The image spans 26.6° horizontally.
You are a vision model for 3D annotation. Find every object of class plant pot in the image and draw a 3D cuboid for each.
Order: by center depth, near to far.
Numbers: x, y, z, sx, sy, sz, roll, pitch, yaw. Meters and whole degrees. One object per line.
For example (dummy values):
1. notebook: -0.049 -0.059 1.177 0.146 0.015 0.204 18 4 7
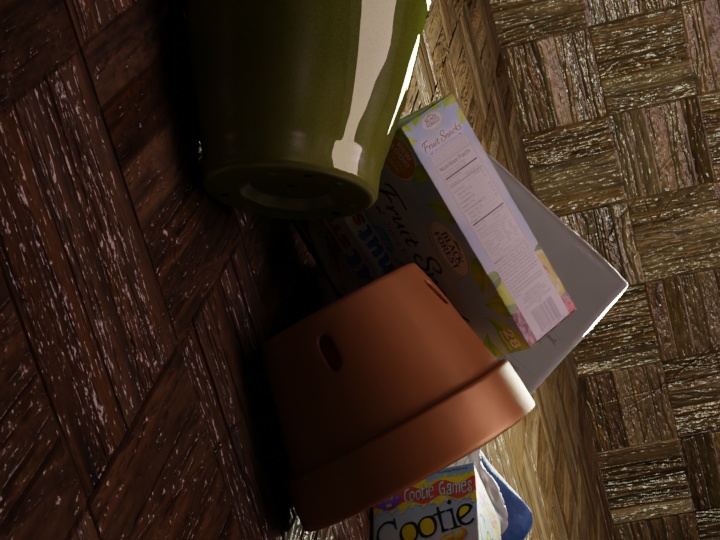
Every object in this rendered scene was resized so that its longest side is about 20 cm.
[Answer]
1. plant pot: -0.045 -0.146 1.114 0.200 0.197 0.196 46 47 -67
2. plant pot: 0.014 0.087 1.152 0.141 0.198 0.200 62 12 3

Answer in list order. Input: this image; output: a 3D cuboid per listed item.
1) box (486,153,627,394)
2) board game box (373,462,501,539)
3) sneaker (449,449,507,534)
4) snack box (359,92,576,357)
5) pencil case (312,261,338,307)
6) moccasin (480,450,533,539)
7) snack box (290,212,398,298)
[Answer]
1. box: 0.143 0.015 1.566 0.200 0.172 0.199 42 1 7
2. board game box: 0.072 0.292 1.375 0.104 0.103 0.202 65 18 -44
3. sneaker: 0.072 0.190 1.503 0.078 0.099 0.202 -3 -68 66
4. snack box: 0.061 -0.023 1.245 0.067 0.168 0.201 -36 99 -32
5. pencil case: 0.009 0.079 1.336 0.090 0.082 0.203 18 60 -59
6. moccasin: 0.096 0.216 1.593 0.201 0.080 0.068 53 -20 -16
7. snack box: 0.000 0.000 1.260 0.024 0.072 0.201 -34 94 -34
